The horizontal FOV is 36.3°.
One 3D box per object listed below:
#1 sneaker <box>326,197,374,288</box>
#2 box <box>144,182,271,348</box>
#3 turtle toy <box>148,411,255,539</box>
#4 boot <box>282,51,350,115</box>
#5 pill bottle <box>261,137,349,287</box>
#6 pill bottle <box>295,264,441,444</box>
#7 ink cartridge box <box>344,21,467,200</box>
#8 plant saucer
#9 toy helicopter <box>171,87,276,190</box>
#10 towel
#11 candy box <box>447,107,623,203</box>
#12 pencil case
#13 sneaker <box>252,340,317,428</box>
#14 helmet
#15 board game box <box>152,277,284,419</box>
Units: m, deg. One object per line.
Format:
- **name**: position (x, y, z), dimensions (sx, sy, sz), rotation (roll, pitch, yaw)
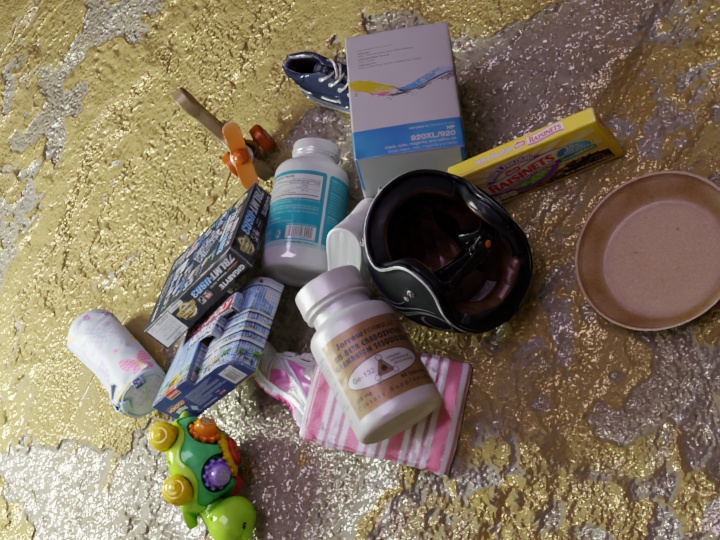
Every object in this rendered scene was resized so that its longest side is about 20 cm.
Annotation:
- **sneaker**: position (0.000, 0.000, 1.478), dimensions (0.073, 0.201, 0.116), rotation (21, 40, 16)
- **box**: position (-0.215, -0.010, 1.584), dimensions (0.198, 0.050, 0.200), rotation (-40, 20, 24)
- **turtle toy**: position (-0.206, 0.281, 1.481), dimensions (0.101, 0.146, 0.201), rotation (-20, 69, 0)
- **boot**: position (-0.025, -0.275, 1.626), dimensions (0.199, 0.090, 0.073), rotation (13, 77, 38)
- **pill bottle**: position (-0.074, -0.085, 1.562), dimensions (0.110, 0.111, 0.201), rotation (-6, 66, 32)
- **pill bottle**: position (0.004, 0.099, 1.341), dimensions (0.114, 0.114, 0.200), rotation (-35, 71, 16)
- **ink cartridge box**: position (0.064, -0.204, 1.473), dimensions (0.144, 0.147, 0.201), rotation (-8, 63, 6)
- **plant saucer**: position (0.352, -0.019, 1.289), dimensions (0.200, 0.035, 0.201), rotation (-14, 62, 28)
- **toy helicopter**: position (-0.204, -0.199, 1.644), dimensions (0.079, 0.200, 0.132), rotation (-42, 35, 10)
- **towel**: position (0.033, 0.168, 1.392), dimensions (0.199, 0.030, 0.147), rotation (12, 76, 12)
- **candy box**: position (0.221, -0.138, 1.390), dimensions (0.199, 0.102, 0.027), rotation (-22, 58, 25)
- **pencil case**: position (-0.372, 0.141, 1.679), dimensions (0.091, 0.083, 0.200), rotation (-38, 49, -13)
- **sneaker**: position (-0.075, 0.148, 1.483), dimensions (0.200, 0.081, 0.088), rotation (41, 93, 31)
- **helmet**: position (0.098, -0.024, 1.359), dimensions (0.200, 0.200, 0.191), rotation (-57, 39, -1)
- **board game box**: position (-0.193, 0.087, 1.536), dimensions (0.200, 0.062, 0.200), rotation (-38, 28, 43)
